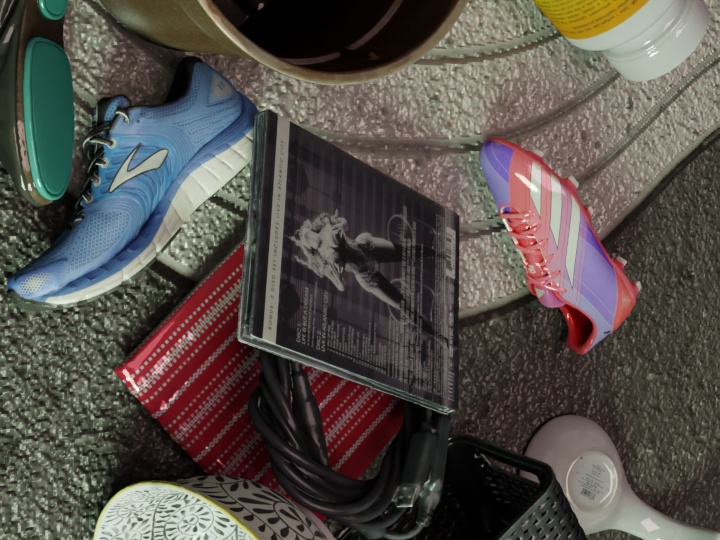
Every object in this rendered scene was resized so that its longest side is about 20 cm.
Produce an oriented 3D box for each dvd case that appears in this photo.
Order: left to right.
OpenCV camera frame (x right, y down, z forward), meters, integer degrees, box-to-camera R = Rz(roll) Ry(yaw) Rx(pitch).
[{"bbox_3d":[0.000,0.000,0.784,0.199,0.016,0.150,25,60,-44],"label":"dvd case"}]

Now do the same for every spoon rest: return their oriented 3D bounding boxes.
[{"bbox_3d":[0.214,0.195,1.009,0.199,0.061,0.100,31,78,-18],"label":"spoon rest"}]

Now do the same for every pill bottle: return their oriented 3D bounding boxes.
[{"bbox_3d":[0.171,-0.235,0.883,0.200,0.111,0.112,41,75,-30],"label":"pill bottle"}]

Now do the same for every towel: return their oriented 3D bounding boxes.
[{"bbox_3d":[-0.060,0.086,0.829,0.145,0.022,0.200,-47,118,-19],"label":"towel"}]

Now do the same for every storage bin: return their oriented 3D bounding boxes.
[{"bbox_3d":[0.056,0.225,0.853,0.200,0.135,0.094,-38,114,-23],"label":"storage bin"}]

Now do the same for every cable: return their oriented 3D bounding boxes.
[{"bbox_3d":[-0.003,0.075,0.816,0.162,0.051,0.202,26,61,-31],"label":"cable"}]

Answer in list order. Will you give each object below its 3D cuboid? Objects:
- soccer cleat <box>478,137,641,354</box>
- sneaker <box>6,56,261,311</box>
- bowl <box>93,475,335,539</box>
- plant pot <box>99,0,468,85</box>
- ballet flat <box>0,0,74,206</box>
[{"bbox_3d":[0.147,-0.018,0.927,0.077,0.067,0.200,-50,122,-12],"label":"soccer cleat"},{"bbox_3d":[-0.148,-0.055,0.731,0.089,0.078,0.200,50,62,-20],"label":"sneaker"},{"bbox_3d":[-0.068,0.204,0.756,0.094,0.199,0.203,-29,112,-47],"label":"bowl"},{"bbox_3d":[-0.061,-0.207,0.686,0.199,0.198,0.203,-5,99,-31],"label":"plant pot"},{"bbox_3d":[-0.199,-0.137,0.687,0.068,0.068,0.202,23,69,-76],"label":"ballet flat"}]
